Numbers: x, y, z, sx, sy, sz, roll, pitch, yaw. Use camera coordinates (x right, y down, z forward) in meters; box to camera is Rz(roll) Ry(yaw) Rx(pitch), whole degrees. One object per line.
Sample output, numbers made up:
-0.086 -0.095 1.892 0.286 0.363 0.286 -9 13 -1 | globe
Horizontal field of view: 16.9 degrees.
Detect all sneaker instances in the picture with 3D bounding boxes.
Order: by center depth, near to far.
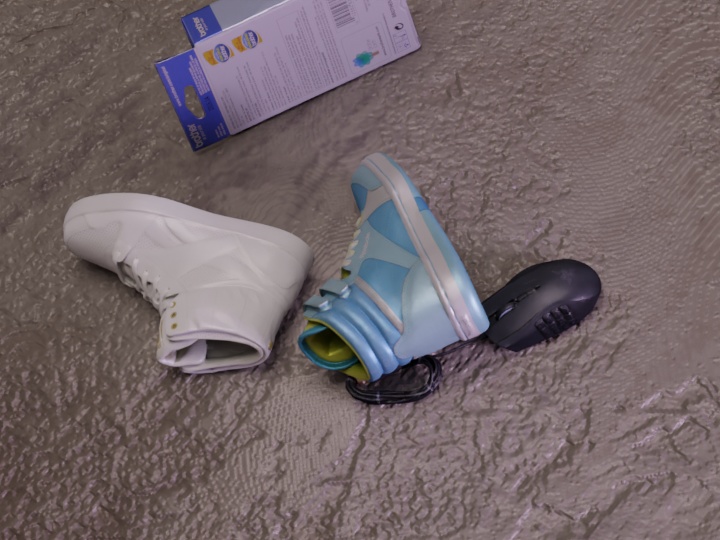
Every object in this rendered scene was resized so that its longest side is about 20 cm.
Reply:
0.000 0.000 1.764 0.131 0.080 0.200 -29 39 0 | sneaker
-0.147 0.013 1.805 0.200 0.074 0.116 10 57 19 | sneaker

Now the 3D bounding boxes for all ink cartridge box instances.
-0.060 -0.177 1.880 0.200 0.119 0.042 -27 56 -4 | ink cartridge box

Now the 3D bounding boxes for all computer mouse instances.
0.080 0.043 1.749 0.200 0.034 0.059 -26 55 -3 | computer mouse
